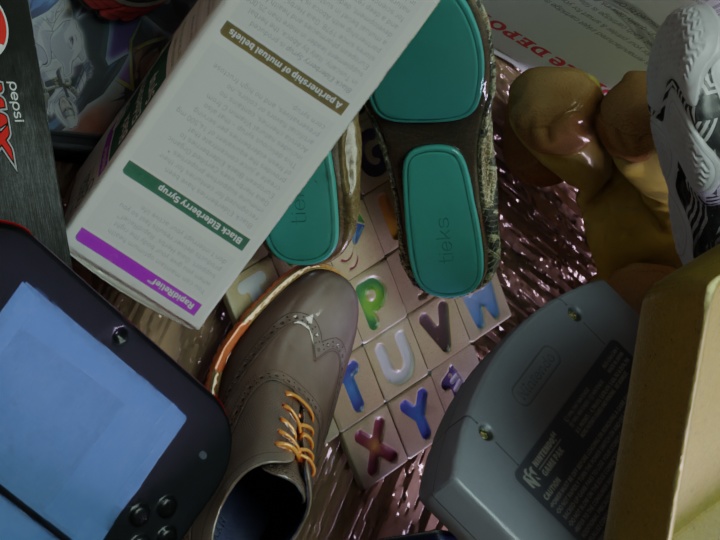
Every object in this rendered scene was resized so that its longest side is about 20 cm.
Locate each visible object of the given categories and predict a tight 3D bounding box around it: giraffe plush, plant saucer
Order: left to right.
[{"bbox_3d":[0.154,-0.010,1.372,0.200,0.171,0.163,27,69,-71],"label":"giraffe plush"},{"bbox_3d":[0.175,0.059,1.186,0.200,0.048,0.201,-27,130,-50],"label":"plant saucer"}]

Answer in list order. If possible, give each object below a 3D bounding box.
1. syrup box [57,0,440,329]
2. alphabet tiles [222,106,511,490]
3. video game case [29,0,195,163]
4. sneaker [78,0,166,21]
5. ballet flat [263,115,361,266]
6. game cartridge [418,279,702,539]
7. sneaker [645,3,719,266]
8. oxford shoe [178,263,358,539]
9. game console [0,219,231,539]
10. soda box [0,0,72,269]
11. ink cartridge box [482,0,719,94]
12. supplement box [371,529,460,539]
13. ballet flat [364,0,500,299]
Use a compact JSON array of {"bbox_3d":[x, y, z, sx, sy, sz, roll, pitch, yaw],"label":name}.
[{"bbox_3d":[-0.050,-0.080,1.141,0.081,0.200,0.079,34,21,-13],"label":"syrup box"},{"bbox_3d":[0.000,0.000,1.291,0.166,0.006,0.201,-32,108,-35],"label":"alphabet tiles"},{"bbox_3d":[-0.093,-0.139,1.258,0.199,0.025,0.182,5,77,-39],"label":"video game case"},{"bbox_3d":[-0.056,-0.191,1.231,0.078,0.082,0.200,53,52,-16],"label":"sneaker"},{"bbox_3d":[-0.025,-0.102,1.214,0.072,0.067,0.201,-64,151,-64],"label":"ballet flat"},{"bbox_3d":[0.108,0.090,1.241,0.133,0.042,0.200,42,39,1],"label":"game cartridge"},{"bbox_3d":[0.212,-0.049,1.259,0.114,0.075,0.201,-17,116,-7],"label":"sneaker"},{"bbox_3d":[-0.039,0.084,1.205,0.071,0.073,0.201,36,65,-29],"label":"oxford shoe"},{"bbox_3d":[-0.154,0.091,1.087,0.200,0.031,0.177,45,71,-40],"label":"game console"},{"bbox_3d":[-0.183,-0.066,1.134,0.063,0.071,0.201,-4,82,-39],"label":"soda box"},{"bbox_3d":[0.158,-0.173,1.363,0.145,0.199,0.084,27,59,-32],"label":"ink cartridge box"},{"bbox_3d":[0.048,0.232,1.229,0.108,0.109,0.201,7,75,-38],"label":"supplement box"},{"bbox_3d":[0.037,-0.080,1.255,0.076,0.067,0.201,-80,165,-51],"label":"ballet flat"}]
